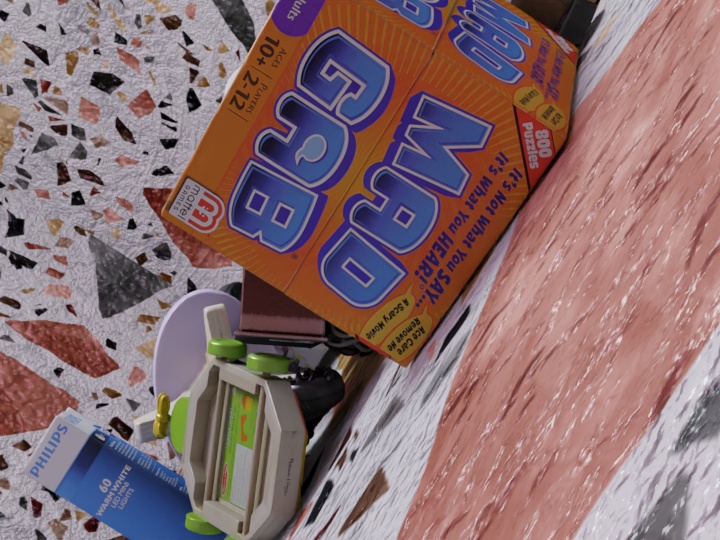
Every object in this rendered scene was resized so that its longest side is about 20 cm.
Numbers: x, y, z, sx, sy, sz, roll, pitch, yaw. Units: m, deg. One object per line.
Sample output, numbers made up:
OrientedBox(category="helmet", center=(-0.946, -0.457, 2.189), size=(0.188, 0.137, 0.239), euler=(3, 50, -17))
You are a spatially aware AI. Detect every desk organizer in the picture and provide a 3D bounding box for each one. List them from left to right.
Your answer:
OrientedBox(category="desk organizer", center=(-0.066, 0.021, 1.166), size=(0.200, 0.071, 0.078), euler=(139, 134, -83))

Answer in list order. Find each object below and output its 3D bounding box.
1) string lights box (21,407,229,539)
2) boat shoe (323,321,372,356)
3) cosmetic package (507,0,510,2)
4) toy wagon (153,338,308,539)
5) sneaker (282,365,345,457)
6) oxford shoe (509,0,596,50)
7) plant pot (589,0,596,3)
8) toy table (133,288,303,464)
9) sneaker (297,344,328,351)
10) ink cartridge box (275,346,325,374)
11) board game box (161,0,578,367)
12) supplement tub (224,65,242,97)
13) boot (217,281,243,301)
OrientedBox(category="string lights box", center=(-0.186, 0.196, 1.219), size=(0.059, 0.199, 0.103), euler=(-58, 4, -4))
OrientedBox(category="boat shoe", center=(0.005, 0.033, 1.137), size=(0.200, 0.074, 0.094), euler=(-84, 9, -78))
OrientedBox(category="cosmetic package", center=(0.098, -0.268, 1.345), size=(0.201, 0.167, 0.166), euler=(-57, 4, -21))
OrientedBox(category="toy wagon", center=(-0.107, 0.135, 1.131), size=(0.199, 0.039, 0.157), euler=(14, 97, 57))
OrientedBox(category="sneaker", center=(-0.068, 0.139, 1.180), size=(0.066, 0.091, 0.199), euler=(-18, -6, -41))
OrientedBox(category="oxford shoe", center=(0.104, -0.157, 1.121), size=(0.201, 0.084, 0.073), euler=(-58, 8, 45))
OrientedBox(category="plant pot", center=(0.218, -0.296, 1.161), size=(0.201, 0.027, 0.200), euler=(-58, 4, 6))
OrientedBox(category="toy table", center=(-0.123, 0.122, 1.324), size=(0.182, 0.202, 0.117), euler=(-25, 10, -10))
OrientedBox(category="sneaker", center=(0.000, 0.000, 1.335), size=(0.073, 0.070, 0.201), euler=(71, -143, -47))
OrientedBox(category="ink cartridge box", center=(-0.058, 0.049, 1.504), size=(0.116, 0.067, 0.201), euler=(-68, 4, -49))
OrientedBox(category="board game box", center=(0.013, -0.100, 0.991), size=(0.201, 0.199, 0.200), euler=(-56, 5, 26))
OrientedBox(category="supplement tub", center=(-0.055, -0.107, 1.414), size=(0.201, 0.144, 0.146), euler=(77, -150, -42))
OrientedBox(category="boot", center=(-0.156, 0.096, 1.462), size=(0.070, 0.130, 0.202), euler=(-51, -41, -46))
